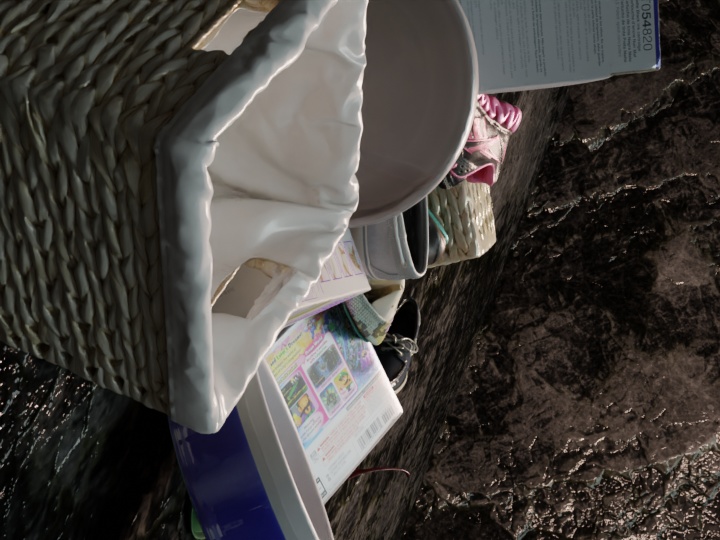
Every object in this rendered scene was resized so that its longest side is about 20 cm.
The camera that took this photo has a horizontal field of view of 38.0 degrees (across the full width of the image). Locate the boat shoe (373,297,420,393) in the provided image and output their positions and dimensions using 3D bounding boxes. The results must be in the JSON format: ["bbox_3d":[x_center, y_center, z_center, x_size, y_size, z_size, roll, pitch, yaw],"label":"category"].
[{"bbox_3d":[0.054,0.117,1.619,0.201,0.074,0.062,-57,162,-51],"label":"boat shoe"}]

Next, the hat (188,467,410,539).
[{"bbox_3d":[-0.055,0.213,1.075,0.167,0.174,0.201,95,19,-46],"label":"hat"}]

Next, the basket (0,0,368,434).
[{"bbox_3d":[-0.102,-0.062,0.558,0.202,0.159,0.199,94,19,-44],"label":"basket"}]

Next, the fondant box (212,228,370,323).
[{"bbox_3d":[-0.087,0.022,0.772,0.059,0.143,0.200,67,15,2],"label":"fondant box"}]

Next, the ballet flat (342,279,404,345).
[{"bbox_3d":[0.000,0.000,1.006,0.070,0.070,0.201,-91,156,-46],"label":"ballet flat"}]

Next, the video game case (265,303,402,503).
[{"bbox_3d":[-0.052,0.137,1.042,0.200,0.024,0.184,-44,122,-33],"label":"video game case"}]

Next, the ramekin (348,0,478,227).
[{"bbox_3d":[-0.006,-0.138,0.771,0.094,0.200,0.205,-35,142,-72],"label":"ramekin"}]

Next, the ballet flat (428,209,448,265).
[{"bbox_3d":[0.011,-0.085,1.022,0.068,0.201,0.068,-36,-175,-21],"label":"ballet flat"}]

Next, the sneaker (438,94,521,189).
[{"bbox_3d":[0.084,-0.125,0.973,0.199,0.078,0.097,10,96,-53],"label":"sneaker"}]

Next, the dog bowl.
[{"bbox_3d":[-0.088,0.168,0.863,0.200,0.078,0.202,158,-90,-89],"label":"dog bowl"}]

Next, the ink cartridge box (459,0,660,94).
[{"bbox_3d":[0.137,-0.246,0.827,0.041,0.197,0.203,-149,-128,-74],"label":"ink cartridge box"}]

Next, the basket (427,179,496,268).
[{"bbox_3d":[0.067,-0.104,1.120,0.135,0.122,0.203,-33,113,-70],"label":"basket"}]

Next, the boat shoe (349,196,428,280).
[{"bbox_3d":[0.034,-0.091,0.856,0.070,0.071,0.204,-18,111,-58],"label":"boat shoe"}]
